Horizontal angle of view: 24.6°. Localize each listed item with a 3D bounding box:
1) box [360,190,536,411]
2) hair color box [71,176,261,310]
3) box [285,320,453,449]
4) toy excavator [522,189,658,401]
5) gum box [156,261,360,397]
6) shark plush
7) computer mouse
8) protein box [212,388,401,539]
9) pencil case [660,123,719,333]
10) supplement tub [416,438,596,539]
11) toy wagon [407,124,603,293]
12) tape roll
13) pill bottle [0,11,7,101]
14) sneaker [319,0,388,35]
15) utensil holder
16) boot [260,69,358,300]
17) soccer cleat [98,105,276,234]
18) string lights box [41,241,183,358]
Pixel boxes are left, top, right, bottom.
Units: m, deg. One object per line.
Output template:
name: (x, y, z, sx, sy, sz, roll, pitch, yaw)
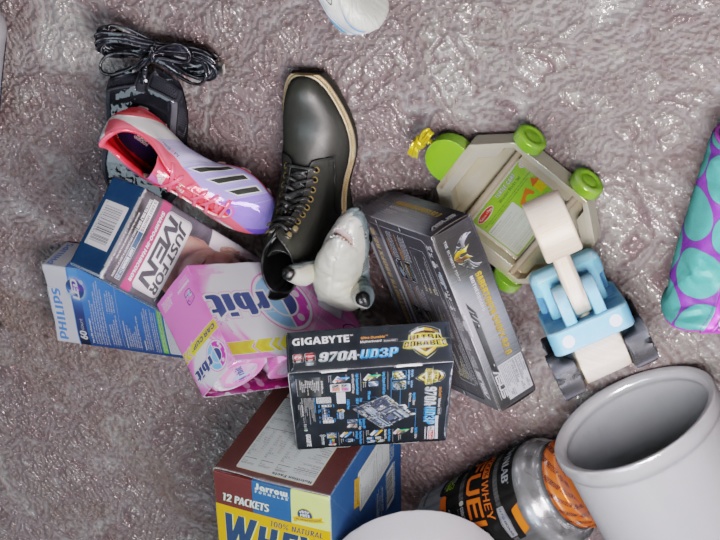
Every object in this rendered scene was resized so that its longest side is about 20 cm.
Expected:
box: (0.084, 0.028, 1.632, 0.158, 0.048, 0.201, 22, 138, 62)
hair color box: (-0.189, -0.006, 1.690, 0.060, 0.100, 0.200, 21, 172, 44)
box: (0.009, 0.117, 1.627, 0.158, 0.046, 0.200, -4, 152, -1)
toy excavator: (0.195, 0.014, 1.536, 0.099, 0.195, 0.201, -25, 99, 5)
gum box: (-0.091, 0.055, 1.659, 0.066, 0.199, 0.114, -48, 60, 35)
shark plush: (0.000, 0.000, 1.633, 0.090, 0.200, 0.084, 17, 81, 22)
computer mouse: (-0.215, -0.156, 1.719, 0.138, 0.053, 0.201, 15, 117, 8)
protein box: (-0.052, 0.248, 1.790, 0.134, 0.200, 0.200, 11, 124, 20)
pencil case: (0.335, -0.038, 1.490, 0.084, 0.093, 0.201, -1, 125, -15)
supplement tub: (0.163, 0.254, 1.738, 0.200, 0.123, 0.123, -33, 102, 36)
toy wagon: (0.136, -0.074, 1.601, 0.200, 0.040, 0.155, 39, 128, 1)
tape roll: (0.056, 0.342, 1.676, 0.201, 0.071, 0.204, -3, 124, -4)
pill bottle: (-0.434, -0.229, 1.734, 0.119, 0.120, 0.201, 23, 126, 11)
sneaker: (-0.034, -0.312, 1.522, 0.072, 0.072, 0.201, 4, 118, 55)
utensil holder: (0.309, 0.223, 1.623, 0.169, 0.170, 0.201, -16, 114, 33)
boot: (-0.059, -0.083, 1.628, 0.077, 0.138, 0.201, 4, 120, 24)
soccer cleat: (-0.174, -0.092, 1.662, 0.199, 0.077, 0.067, 36, 121, -1)
string lights box: (-0.251, 0.034, 1.845, 0.199, 0.059, 0.103, 7, 122, 22)
